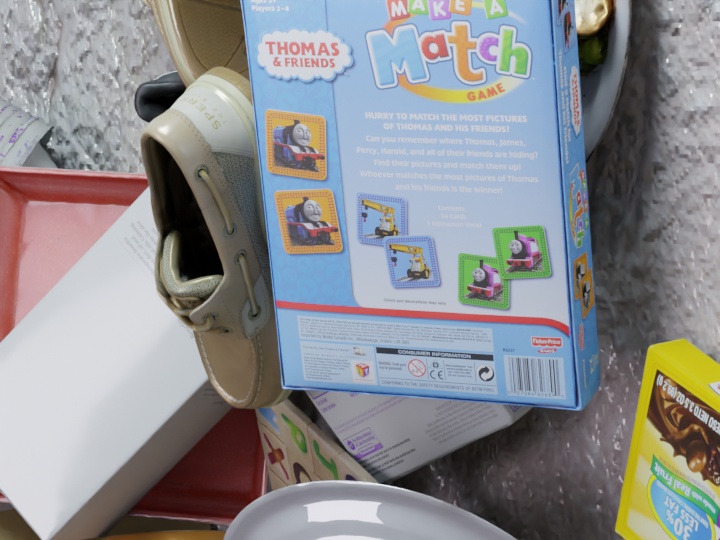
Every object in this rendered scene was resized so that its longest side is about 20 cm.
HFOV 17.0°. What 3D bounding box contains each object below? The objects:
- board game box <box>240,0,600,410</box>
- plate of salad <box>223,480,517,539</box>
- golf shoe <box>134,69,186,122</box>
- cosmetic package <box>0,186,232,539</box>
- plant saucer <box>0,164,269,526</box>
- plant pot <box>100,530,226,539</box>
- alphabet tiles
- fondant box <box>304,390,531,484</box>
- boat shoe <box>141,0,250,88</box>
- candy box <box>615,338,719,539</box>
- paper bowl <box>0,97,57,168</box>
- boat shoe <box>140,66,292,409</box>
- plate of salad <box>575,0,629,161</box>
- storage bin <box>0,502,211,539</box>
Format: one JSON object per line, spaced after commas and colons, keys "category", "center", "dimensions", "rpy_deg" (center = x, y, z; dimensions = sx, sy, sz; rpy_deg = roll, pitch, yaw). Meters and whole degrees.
{"category": "board game box", "center": [0.028, -0.039, 1.096], "dimensions": [0.151, 0.037, 0.200], "rpy_deg": [3, 112, 24]}
{"category": "plate of salad", "center": [0.027, 0.167, 1.197], "dimensions": [0.200, 0.048, 0.200], "rpy_deg": [13, 136, 13]}
{"category": "golf shoe", "center": [-0.049, -0.062, 1.316], "dimensions": [0.200, 0.092, 0.073], "rpy_deg": [30, 118, 51]}
{"category": "cosmetic package", "center": [-0.127, 0.048, 1.354], "dimensions": [0.200, 0.085, 0.108], "rpy_deg": [-44, 75, 13]}
{"category": "plant saucer", "center": [-0.136, 0.043, 1.423], "dimensions": [0.200, 0.037, 0.200], "rpy_deg": [4, 87, 19]}
{"category": "plant pot", "center": [-0.102, 0.251, 1.400], "dimensions": [0.200, 0.200, 0.184], "rpy_deg": [-28, 59, 58]}
{"category": "alphabet tiles", "center": [-0.005, 0.170, 1.321], "dimensions": [0.167, 0.008, 0.200], "rpy_deg": [38, 145, 49]}
{"category": "fondant box", "center": [0.000, 0.000, 1.209], "dimensions": [0.200, 0.058, 0.144], "rpy_deg": [53, 147, -3]}
{"category": "boat shoe", "center": [-0.082, -0.160, 1.242], "dimensions": [0.065, 0.071, 0.200], "rpy_deg": [126, 144, -49]}
{"category": "candy box", "center": [0.183, 0.119, 1.036], "dimensions": [0.200, 0.026, 0.102], "rpy_deg": [40, 133, 49]}
{"category": "paper bowl", "center": [-0.264, -0.015, 1.619], "dimensions": [0.201, 0.104, 0.201], "rpy_deg": [-62, 4, 7]}
{"category": "boat shoe", "center": [-0.073, -0.003, 1.183], "dimensions": [0.072, 0.065, 0.200], "rpy_deg": [29, 140, 31]}
{"category": "plate of salad", "center": [0.059, -0.132, 1.149], "dimensions": [0.200, 0.048, 0.200], "rpy_deg": [22, 117, 55]}
{"category": "storage bin", "center": [-0.204, 0.136, 1.518], "dimensions": [0.094, 0.198, 0.200], "rpy_deg": [-28, 72, 54]}
